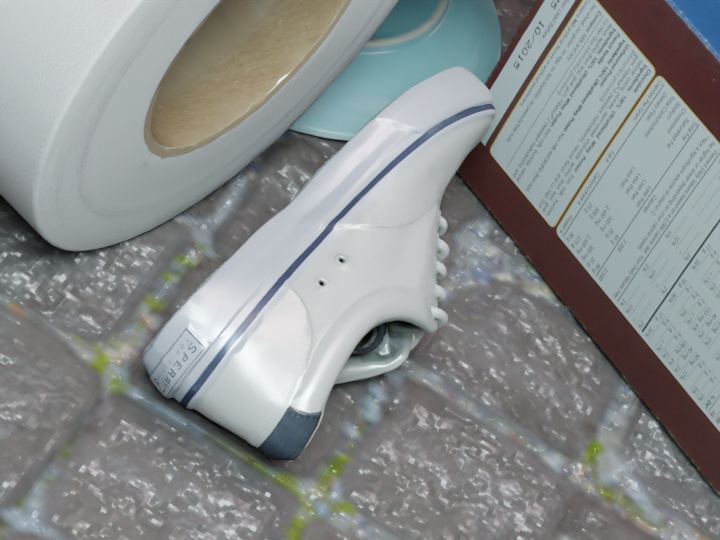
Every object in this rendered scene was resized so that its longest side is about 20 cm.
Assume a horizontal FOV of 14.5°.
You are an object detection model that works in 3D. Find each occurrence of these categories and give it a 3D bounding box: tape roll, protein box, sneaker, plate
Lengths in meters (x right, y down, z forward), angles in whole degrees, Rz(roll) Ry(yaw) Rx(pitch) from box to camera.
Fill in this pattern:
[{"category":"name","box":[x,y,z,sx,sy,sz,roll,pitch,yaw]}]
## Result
[{"category":"tape roll","box":[-0.082,-0.125,0.982,0.139,0.203,0.203,44,41,14]},{"category":"protein box","box":[0.184,-0.038,1.109,0.198,0.135,0.200,-15,58,-41]},{"category":"sneaker","box":[0.000,0.000,1.017,0.071,0.073,0.200,43,49,0]},{"category":"plate","box":[-0.029,-0.133,1.160,0.200,0.026,0.200,17,43,-16]}]
